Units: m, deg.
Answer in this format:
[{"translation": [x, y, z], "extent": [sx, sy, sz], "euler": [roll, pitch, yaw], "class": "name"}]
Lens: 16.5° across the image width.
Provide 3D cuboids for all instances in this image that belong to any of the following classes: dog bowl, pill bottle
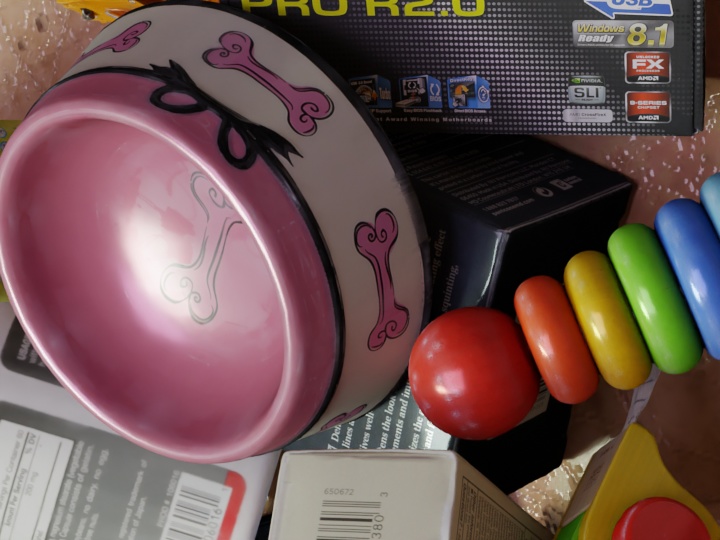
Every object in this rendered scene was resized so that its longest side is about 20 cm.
[{"translation": [-0.071, -0.008, 1.037], "extent": [0.200, 0.074, 0.200], "euler": [20, 127, 29], "class": "dog bowl"}, {"translation": [-0.142, 0.081, 1.197], "extent": [0.200, 0.114, 0.114], "euler": [17, 118, -3], "class": "pill bottle"}]

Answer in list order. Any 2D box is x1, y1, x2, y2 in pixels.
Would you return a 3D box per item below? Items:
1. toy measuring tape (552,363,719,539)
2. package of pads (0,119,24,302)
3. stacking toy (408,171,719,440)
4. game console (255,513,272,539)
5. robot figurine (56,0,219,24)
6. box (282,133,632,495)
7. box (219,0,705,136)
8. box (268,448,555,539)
[{"translation": [0.129, 0.093, 1.025], "extent": [0.074, 0.200, 0.074], "euler": [21, 147, 14], "class": "toy measuring tape"}, {"translation": [-0.228, -0.007, 1.269], "extent": [0.200, 0.154, 0.068], "euler": [-34, 71, 39], "class": "package of pads"}, {"translation": [0.115, 0.016, 0.996], "extent": [0.200, 0.085, 0.085], "euler": [-24, 87, 4], "class": "stacking toy"}, {"translation": [-0.016, 0.204, 1.190], "extent": [0.200, 0.116, 0.176], "euler": [-20, 90, 39], "class": "game console"}, {"translation": [-0.047, -0.165, 1.131], "extent": [0.200, 0.058, 0.145], "euler": [4, 80, 37], "class": "robot figurine"}, {"translation": [0.000, 0.000, 1.126], "extent": [0.200, 0.107, 0.149], "euler": [26, 118, 29], "class": "box"}, {"translation": [0.041, -0.131, 1.008], "extent": [0.200, 0.044, 0.160], "euler": [2, 130, 8], "class": "box"}, {"translation": [0.037, 0.147, 1.028], "extent": [0.078, 0.200, 0.095], "euler": [-2, 67, 24], "class": "box"}]
